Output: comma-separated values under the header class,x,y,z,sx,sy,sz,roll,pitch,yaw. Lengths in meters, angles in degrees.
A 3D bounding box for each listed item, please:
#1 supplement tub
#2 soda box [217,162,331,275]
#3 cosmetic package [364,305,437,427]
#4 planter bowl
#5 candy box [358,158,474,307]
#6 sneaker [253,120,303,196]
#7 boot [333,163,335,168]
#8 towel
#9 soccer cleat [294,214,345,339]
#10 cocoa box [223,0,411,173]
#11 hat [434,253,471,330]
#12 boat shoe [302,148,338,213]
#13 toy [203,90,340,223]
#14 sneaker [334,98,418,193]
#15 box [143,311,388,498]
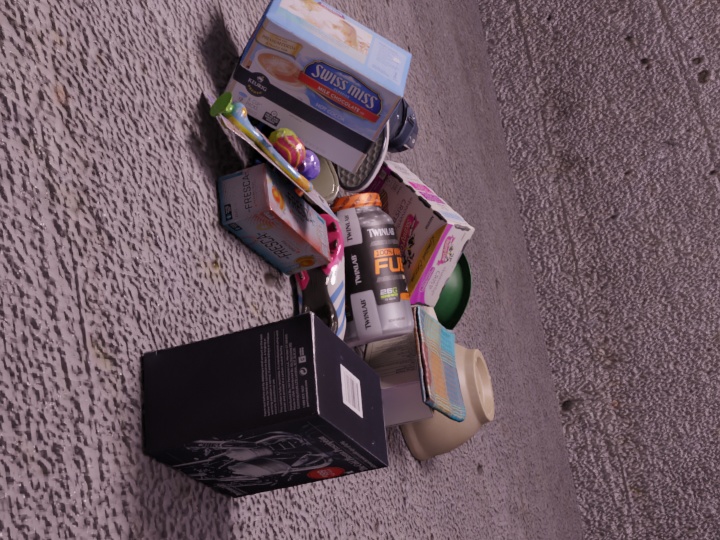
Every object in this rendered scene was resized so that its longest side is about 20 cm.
class,x,y,z,sx,sy,sz,roll,pitch,yaw
supplement tub,0.000,0.000,1.780,0.122,0.121,0.203,3,74,-73
soda box,-0.103,-0.060,1.568,0.200,0.067,0.064,44,34,-62
cosmetic package,0.063,0.142,1.921,0.201,0.104,0.072,-76,149,-55
planter bowl,0.143,0.201,2.092,0.200,0.133,0.203,-14,90,-73
candy box,0.064,-0.058,1.864,0.060,0.138,0.200,9,26,-41
sneaker,-0.103,-0.184,1.665,0.079,0.074,0.202,52,28,-48
boot,-0.037,-0.218,1.810,0.075,0.073,0.203,-17,116,-35
towel,0.117,0.142,1.887,0.200,0.021,0.149,39,42,-67
soccer cleat,-0.054,0.025,1.699,0.087,0.069,0.203,73,15,-61
cocoa box,-0.052,-0.247,1.609,0.198,0.132,0.134,29,33,-10
hat,0.067,0.012,2.001,0.175,0.165,0.202,8,113,-51
boat shoe,-0.076,-0.169,1.757,0.066,0.074,0.201,101,-30,-65
toy,-0.096,-0.148,1.528,0.199,0.047,0.115,36,10,-34
sneaker,0.027,-0.178,1.816,0.146,0.076,0.205,56,44,-59
box,-0.090,0.140,1.258,0.200,0.180,0.106,46,34,-59
